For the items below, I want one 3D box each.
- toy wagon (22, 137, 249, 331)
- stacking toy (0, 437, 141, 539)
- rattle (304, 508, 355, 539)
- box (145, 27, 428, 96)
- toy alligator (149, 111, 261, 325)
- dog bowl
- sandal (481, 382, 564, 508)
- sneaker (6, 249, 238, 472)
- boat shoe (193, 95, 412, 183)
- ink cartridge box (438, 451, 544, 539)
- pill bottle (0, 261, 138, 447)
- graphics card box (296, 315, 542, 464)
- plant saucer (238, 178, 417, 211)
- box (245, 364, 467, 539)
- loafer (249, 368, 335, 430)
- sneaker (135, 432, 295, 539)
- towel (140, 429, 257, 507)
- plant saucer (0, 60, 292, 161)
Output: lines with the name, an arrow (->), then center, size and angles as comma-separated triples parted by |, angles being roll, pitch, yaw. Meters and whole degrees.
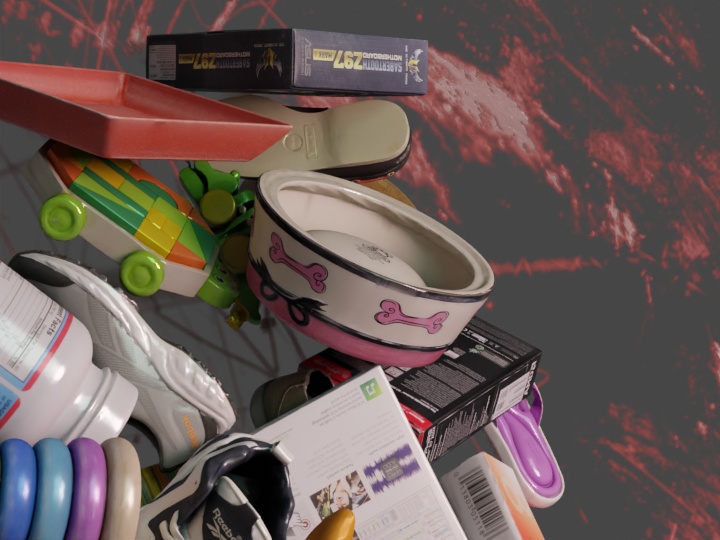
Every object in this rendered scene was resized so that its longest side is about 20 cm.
toy wagon -> -0.159, -0.030, 1.091 | 0.199, 0.040, 0.155 | 36, 17, -9
stacking toy -> -0.236, 0.135, 0.864 | 0.197, 0.086, 0.086 | 8, 54, -22
rattle -> -0.009, 0.286, 0.967 | 0.142, 0.130, 0.201 | -35, 78, -12
box -> -0.064, -0.175, 1.230 | 0.156, 0.198, 0.052 | -5, 99, -45
toy alligator -> -0.109, -0.053, 1.182 | 0.054, 0.059, 0.202 | -23, 76, -12
dog bowl -> 0.000, 0.000, 1.104 | 0.198, 0.075, 0.200 | 21, 18, -7
sandal -> 0.135, 0.115, 1.314 | 0.082, 0.050, 0.204 | -16, 73, -49
sneaker -> -0.181, 0.061, 1.034 | 0.200, 0.074, 0.079 | 42, 75, 4
boat shoe -> -0.055, -0.106, 1.230 | 0.198, 0.063, 0.075 | -1, 74, 5
ink cartridge box -> 0.149, 0.243, 1.159 | 0.200, 0.050, 0.164 | 31, 30, -57
pill bottle -> -0.248, 0.052, 0.945 | 0.199, 0.109, 0.109 | 40, 41, -15
graphics card box -> 0.050, 0.090, 1.204 | 0.124, 0.051, 0.199 | 26, 30, 26
plant saucer -> -0.012, -0.037, 1.257 | 0.198, 0.036, 0.202 | 19, 41, -17
box -> -0.005, 0.191, 1.051 | 0.143, 0.036, 0.202 | -26, 87, -10
loafer -> -0.011, 0.160, 1.097 | 0.075, 0.070, 0.201 | -25, 77, -51
sneaker -> -0.110, 0.181, 0.929 | 0.199, 0.129, 0.080 | -42, 95, -27
towel -> -0.090, 0.167, 1.083 | 0.199, 0.018, 0.087 | -14, 73, -49
plant saucer -> -0.186, -0.119, 1.095 | 0.198, 0.037, 0.198 | 21, 15, 34
